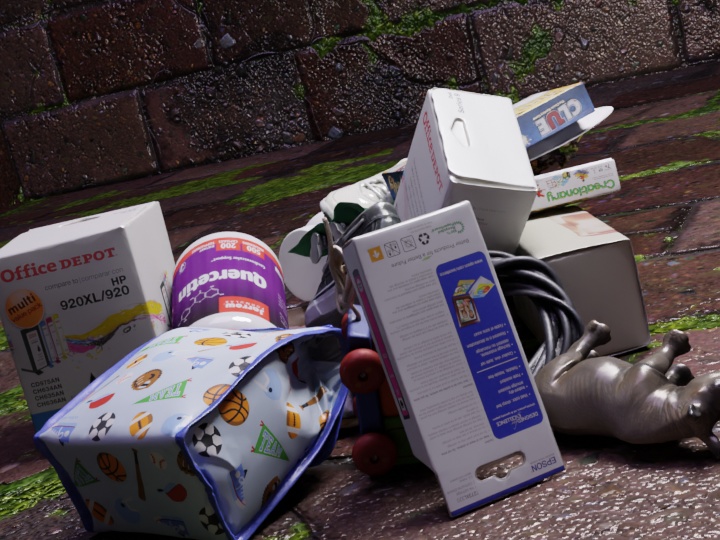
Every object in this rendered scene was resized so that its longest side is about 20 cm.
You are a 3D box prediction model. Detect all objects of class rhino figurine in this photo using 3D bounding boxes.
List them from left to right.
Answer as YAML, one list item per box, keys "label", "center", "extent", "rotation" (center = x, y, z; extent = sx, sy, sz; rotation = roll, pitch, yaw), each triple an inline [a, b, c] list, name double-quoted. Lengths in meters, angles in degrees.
- label: "rhino figurine"
  center: [0.202, 0.087, 0.892]
  extent: [0.087, 0.060, 0.199]
  rotation: [-44, 26, -28]

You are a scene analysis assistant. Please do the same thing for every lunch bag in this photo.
- label: "lunch bag"
  center: [-0.115, 0.112, 0.981]
  extent: [0.169, 0.125, 0.200]
  rotation: [-4, 30, 35]

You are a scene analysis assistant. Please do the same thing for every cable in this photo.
- label: "cable"
  center: [0.083, 0.056, 1.042]
  extent: [0.198, 0.051, 0.164]
  rotation: [1, 49, 21]

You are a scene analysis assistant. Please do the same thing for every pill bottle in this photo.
- label: "pill bottle"
  center: [-0.122, 0.058, 1.194]
  extent: [0.111, 0.113, 0.201]
  rotation: [-14, 34, 1]
- label: "pill bottle"
  center: [0.000, -0.025, 1.483]
  extent: [0.108, 0.110, 0.199]
  rotation: [-4, 9, 40]

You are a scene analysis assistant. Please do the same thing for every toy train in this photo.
- label: "toy train"
  center: [0.042, 0.050, 0.928]
  extent: [0.115, 0.202, 0.085]
  rotation: [-6, 25, 3]

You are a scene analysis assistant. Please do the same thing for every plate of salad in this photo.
- label: "plate of salad"
  center: [0.191, -0.128, 1.404]
  extent: [0.199, 0.048, 0.200]
  rotation: [-25, 9, 4]

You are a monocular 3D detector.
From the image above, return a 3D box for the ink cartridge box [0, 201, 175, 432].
- label: "ink cartridge box"
  center: [-0.256, 0.052, 1.249]
  extent: [0.146, 0.202, 0.145]
  rotation: [-13, 12, 5]

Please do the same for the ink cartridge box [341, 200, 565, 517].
- label: "ink cartridge box"
  center: [0.064, 0.060, 0.882]
  extent: [0.094, 0.201, 0.037]
  rotation: [-18, -7, -19]

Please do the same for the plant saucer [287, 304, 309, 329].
- label: "plant saucer"
  center: [-0.068, 0.076, 1.333]
  extent: [0.198, 0.032, 0.200]
  rotation: [-13, 12, 3]

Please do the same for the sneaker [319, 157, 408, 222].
- label: "sneaker"
  center: [0.033, -0.088, 1.421]
  extent: [0.199, 0.075, 0.081]
  rotation: [-17, -33, -48]

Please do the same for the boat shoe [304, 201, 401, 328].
- label: "boat shoe"
  center: [0.000, 0.000, 1.197]
  extent: [0.072, 0.071, 0.200]
  rotation: [1, -25, -27]

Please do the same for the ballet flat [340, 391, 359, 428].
- label: "ballet flat"
  center: [0.045, 0.094, 1.112]
  extent: [0.199, 0.057, 0.067]
  rotation: [-23, 54, -28]

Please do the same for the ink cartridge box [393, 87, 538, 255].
- label: "ink cartridge box"
  center: [0.087, -0.046, 1.180]
  extent: [0.087, 0.201, 0.146]
  rotation: [4, 40, -11]

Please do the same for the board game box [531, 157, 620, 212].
- label: "board game box"
  center: [0.203, -0.082, 1.315]
  extent: [0.125, 0.035, 0.200]
  rotation: [-13, 0, 11]

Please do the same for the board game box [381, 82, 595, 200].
- label: "board game box"
  center: [0.132, -0.134, 1.337]
  extent: [0.199, 0.035, 0.135]
  rotation: [-28, 9, -13]

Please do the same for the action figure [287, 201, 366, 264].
- label: "action figure"
  center: [0.036, -0.028, 1.349]
  extent: [0.199, 0.055, 0.118]
  rotation: [3, -21, -42]

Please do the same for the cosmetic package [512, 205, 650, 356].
- label: "cosmetic package"
  center: [0.193, 0.009, 1.172]
  extent: [0.087, 0.104, 0.200]
  rotation: [-13, 13, 0]
